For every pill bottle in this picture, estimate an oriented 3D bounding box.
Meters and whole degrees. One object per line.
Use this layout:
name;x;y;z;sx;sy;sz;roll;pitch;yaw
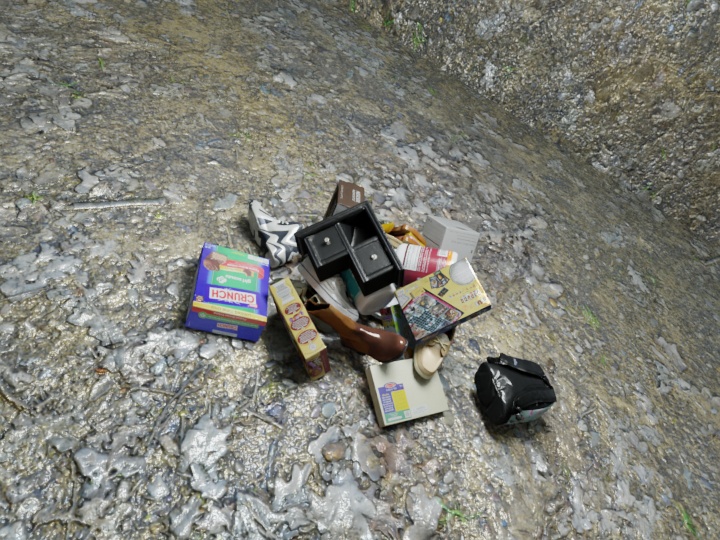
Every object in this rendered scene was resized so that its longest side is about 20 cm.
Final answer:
pill bottle;0.149;-0.006;1.452;0.194;0.116;0.114;10;36;12
pill bottle;0.000;0.000;1.405;0.109;0.112;0.203;-9;58;-39

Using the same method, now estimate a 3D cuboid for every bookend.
bookend;-0.027;-0.026;1.304;0.195;0.093;0.202;-23;65;-9

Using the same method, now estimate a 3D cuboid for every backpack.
backpack;0.388;0.305;1.403;0.195;0.127;0.171;5;56;-30

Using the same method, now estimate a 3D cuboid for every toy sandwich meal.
toy sandwich meal;0.088;-0.077;1.574;0.201;0.205;0.072;28;72;-2

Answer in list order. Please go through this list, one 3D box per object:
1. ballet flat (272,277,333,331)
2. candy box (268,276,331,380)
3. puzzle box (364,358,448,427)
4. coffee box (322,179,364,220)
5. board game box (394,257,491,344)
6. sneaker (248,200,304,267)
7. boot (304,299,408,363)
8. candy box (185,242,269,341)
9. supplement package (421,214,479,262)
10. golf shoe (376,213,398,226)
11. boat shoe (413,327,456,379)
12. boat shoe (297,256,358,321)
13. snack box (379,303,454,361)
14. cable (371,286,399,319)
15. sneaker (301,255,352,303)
ballet flat;-0.129;0.067;1.373;0.198;0.064;0.067;39;44;11
candy box;-0.136;0.130;1.252;0.055;0.118;0.202;-26;59;-14
puzzle box;0.109;0.276;1.300;0.195;0.025;0.137;-2;68;-35
coffee box;-0.059;-0.125;1.518;0.078;0.202;0.116;16;39;-14
board game box;0.194;0.072;1.335;0.195;0.035;0.138;-24;63;0
sneaker;-0.212;-0.110;1.483;0.127;0.081;0.201;-15;56;-29
boot;-0.008;0.123;1.253;0.200;0.186;0.070;45;68;-35
candy box;-0.297;0.047;1.277;0.164;0.078;0.204;15;42;-20
supplement package;0.234;-0.035;1.590;0.118;0.206;0.120;7;18;-26
golf shoe;0.085;-0.123;1.695;0.199;0.080;0.096;39;24;31
boat shoe;0.185;0.169;1.351;0.073;0.069;0.202;34;45;-5
boat shoe;-0.069;0.039;1.358;0.200;0.066;0.074;44;5;9
snack box;0.147;0.145;1.429;0.196;0.052;0.147;-13;86;-41
cable;0.071;0.050;1.519;0.199;0.070;0.199;41;39;13
sneaker;-0.103;0.017;1.445;0.089;0.067;0.201;-18;61;-46
